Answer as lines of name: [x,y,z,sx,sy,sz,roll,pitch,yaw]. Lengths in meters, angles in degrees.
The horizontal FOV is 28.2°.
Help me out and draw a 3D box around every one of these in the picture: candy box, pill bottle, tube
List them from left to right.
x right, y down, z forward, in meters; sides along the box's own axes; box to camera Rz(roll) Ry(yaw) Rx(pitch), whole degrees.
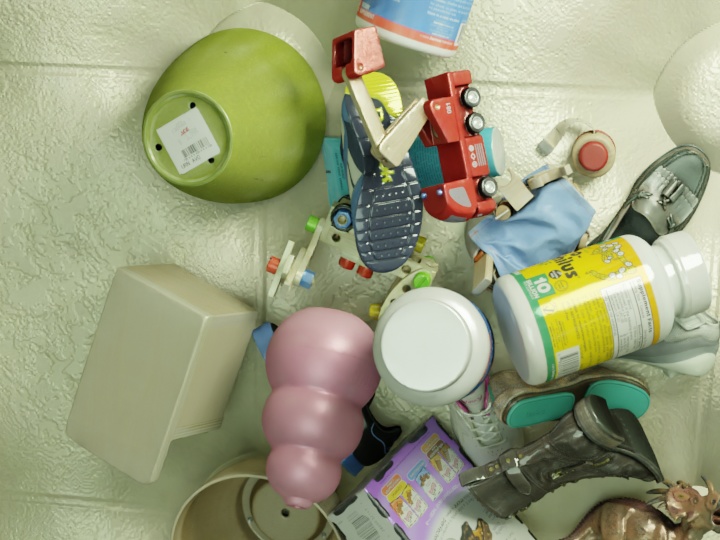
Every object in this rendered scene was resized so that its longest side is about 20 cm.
tube: [0.053,-0.114,1.521,0.198,0.050,0.078,-5,96,20]
pill bottle: [0.073,-0.325,1.435,0.111,0.112,0.202,18,104,4]
pill bottle: [0.071,0.074,1.387,0.111,0.200,0.114,0,88,8]
candy box: [0.086,0.283,1.524,0.200,0.168,0.071,50,127,3]
pill bottle: [0.241,0.031,1.421,0.198,0.113,0.114,-18,100,-6]

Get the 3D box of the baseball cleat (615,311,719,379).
baseball cleat: [0.282,0.052,1.510,0.197,0.070,0.108,10,112,-4]

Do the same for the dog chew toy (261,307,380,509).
dog chew toy: [-0.046,0.143,1.473,0.123,0.125,0.202,8,72,7]

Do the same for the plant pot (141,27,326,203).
plant pot: [-0.145,-0.147,1.460,0.185,0.200,0.190,2,102,10]

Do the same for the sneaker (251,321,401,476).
sneaker: [-0.036,0.127,1.583,0.078,0.070,0.201,-37,95,1]

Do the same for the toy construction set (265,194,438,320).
toy construction set: [0.000,0.000,1.529,0.198,0.092,0.132,18,111,-12]

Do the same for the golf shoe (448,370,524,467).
golf shoe: [0.123,0.148,1.546,0.075,0.092,0.202,-21,100,11]

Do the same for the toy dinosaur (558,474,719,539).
toy dinosaur: [0.304,0.279,1.556,0.198,0.086,0.137,4,93,25]

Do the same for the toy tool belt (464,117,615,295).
toy tool belt: [0.188,-0.057,1.472,0.125,0.123,0.200,43,105,-3]

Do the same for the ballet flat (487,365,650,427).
ballet flat: [0.220,0.124,1.523,0.198,0.067,0.069,3,123,-31]

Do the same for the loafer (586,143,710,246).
loafer: [0.292,-0.043,1.489,0.072,0.063,0.201,39,105,0]

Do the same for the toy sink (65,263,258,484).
toy sink: [-0.215,0.111,1.563,0.129,0.112,0.202,25,103,26]

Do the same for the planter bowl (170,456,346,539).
planter bowl: [-0.096,0.289,1.584,0.198,0.135,0.203,4,109,12]

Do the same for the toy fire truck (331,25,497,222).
toy fire truck: [0.054,-0.141,1.414,0.140,0.049,0.203,-12,93,-30]

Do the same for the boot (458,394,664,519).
boot: [0.213,0.210,1.517,0.173,0.070,0.199,-36,137,20]

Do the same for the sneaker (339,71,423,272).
sneaker: [0.018,-0.099,1.473,0.073,0.082,0.203,-4,89,-11]
